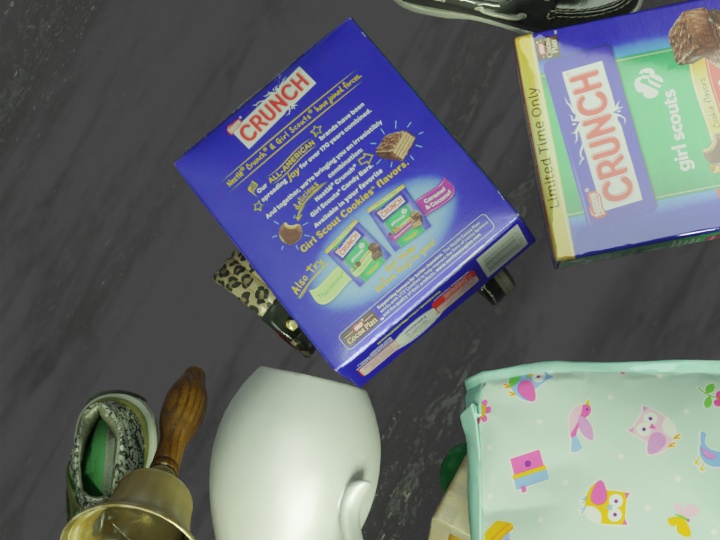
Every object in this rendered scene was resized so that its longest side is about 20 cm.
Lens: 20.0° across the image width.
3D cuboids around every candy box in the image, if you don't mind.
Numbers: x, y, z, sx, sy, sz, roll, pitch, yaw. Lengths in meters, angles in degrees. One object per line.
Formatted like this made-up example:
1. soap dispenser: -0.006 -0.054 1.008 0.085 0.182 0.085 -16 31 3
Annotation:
1. candy box: 0.222 -0.103 1.487 0.198 0.077 0.171 -11 82 5
2. candy box: -0.005 -0.049 1.441 0.169 0.077 0.200 -39 71 1

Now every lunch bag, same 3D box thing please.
1. lunch bag: 0.161 0.146 1.275 0.198 0.122 0.172 1 71 -6

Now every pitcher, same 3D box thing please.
1. pitcher: -0.036 0.177 1.439 0.171 0.121 0.202 7 83 42

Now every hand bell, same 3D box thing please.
1. hand bell: -0.139 0.139 1.456 0.103 0.105 0.201 5 36 7

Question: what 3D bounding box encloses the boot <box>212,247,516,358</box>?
1. boot: 0.000 0.000 1.502 0.200 0.073 0.151 38 85 14

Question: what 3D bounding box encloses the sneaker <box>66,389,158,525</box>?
1. sneaker: -0.190 0.184 1.482 0.076 0.089 0.202 -5 80 9

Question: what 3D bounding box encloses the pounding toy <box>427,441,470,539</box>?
1. pounding toy: 0.108 0.195 1.418 0.199 0.184 0.143 28 72 9

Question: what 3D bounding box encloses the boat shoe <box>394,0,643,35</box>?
1. boat shoe: 0.114 -0.222 1.533 0.198 0.060 0.075 10 82 7
